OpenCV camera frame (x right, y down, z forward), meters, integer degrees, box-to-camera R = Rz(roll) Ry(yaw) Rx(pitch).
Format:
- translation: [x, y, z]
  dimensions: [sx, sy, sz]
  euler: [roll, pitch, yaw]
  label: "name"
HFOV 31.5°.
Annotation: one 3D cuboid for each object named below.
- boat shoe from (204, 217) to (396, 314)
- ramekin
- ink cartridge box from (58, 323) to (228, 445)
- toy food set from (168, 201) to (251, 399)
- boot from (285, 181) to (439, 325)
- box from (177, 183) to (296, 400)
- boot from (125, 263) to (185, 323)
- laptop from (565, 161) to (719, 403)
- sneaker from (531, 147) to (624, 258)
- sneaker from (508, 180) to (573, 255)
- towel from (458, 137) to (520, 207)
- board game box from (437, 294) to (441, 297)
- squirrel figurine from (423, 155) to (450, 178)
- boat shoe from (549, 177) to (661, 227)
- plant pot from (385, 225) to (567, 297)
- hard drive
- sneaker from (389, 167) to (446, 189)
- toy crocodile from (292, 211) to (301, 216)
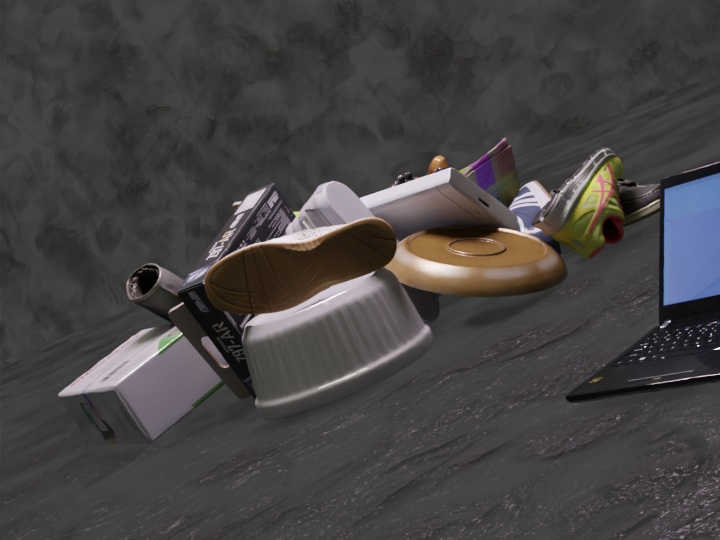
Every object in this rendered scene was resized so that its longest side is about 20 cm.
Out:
- translation: [-0.059, -0.004, 1.300]
  dimensions: [0.198, 0.071, 0.069]
  euler: [-15, 5, 1]
  label: "boat shoe"
- translation: [-0.031, 0.069, 1.315]
  dimensions: [0.201, 0.095, 0.202]
  euler: [-23, 5, 2]
  label: "ramekin"
- translation: [-0.260, 0.137, 1.548]
  dimensions: [0.145, 0.084, 0.199]
  euler: [-39, 13, -30]
  label: "ink cartridge box"
- translation: [-0.139, 0.031, 1.503]
  dimensions: [0.060, 0.144, 0.201]
  euler: [-18, 32, 34]
  label: "toy food set"
- translation: [0.000, 0.000, 1.457]
  dimensions: [0.096, 0.200, 0.073]
  euler: [-45, -10, 37]
  label: "boot"
- translation: [-0.108, 0.021, 1.457]
  dimensions: [0.043, 0.161, 0.201]
  euler: [-18, 27, 34]
  label: "box"
- translation: [-0.211, 0.061, 1.628]
  dimensions: [0.199, 0.073, 0.181]
  euler: [23, -19, -26]
  label: "boot"
- translation: [0.243, -0.005, 0.869]
  dimensions: [0.199, 0.104, 0.177]
  euler: [-28, 7, -41]
  label: "laptop"
- translation: [0.264, -0.069, 1.449]
  dimensions: [0.200, 0.090, 0.078]
  euler: [-43, -8, -50]
  label: "sneaker"
- translation: [0.189, -0.050, 1.570]
  dimensions: [0.108, 0.071, 0.200]
  euler: [-23, 16, 1]
  label: "sneaker"
- translation: [0.167, -0.077, 1.617]
  dimensions: [0.023, 0.145, 0.200]
  euler: [-6, 16, 28]
  label: "towel"
- translation: [0.008, 0.037, 1.635]
  dimensions: [0.194, 0.056, 0.200]
  euler: [-21, 6, 18]
  label: "board game box"
- translation: [0.074, -0.045, 1.904]
  dimensions: [0.186, 0.142, 0.200]
  euler: [-37, -3, -25]
  label: "squirrel figurine"
- translation: [0.297, -0.086, 1.562]
  dimensions: [0.071, 0.067, 0.200]
  euler: [-26, 6, -29]
  label: "boat shoe"
- translation: [0.125, -0.015, 1.380]
  dimensions: [0.198, 0.028, 0.200]
  euler: [1, 17, 0]
  label: "plant pot"
- translation: [0.065, -0.057, 1.492]
  dimensions: [0.199, 0.027, 0.132]
  euler: [-15, -33, 39]
  label: "hard drive"
- translation: [0.085, -0.072, 1.595]
  dimensions: [0.070, 0.099, 0.200]
  euler: [19, 14, 20]
  label: "sneaker"
- translation: [-0.039, -0.041, 1.607]
  dimensions: [0.199, 0.062, 0.067]
  euler: [19, -9, -39]
  label: "toy crocodile"
